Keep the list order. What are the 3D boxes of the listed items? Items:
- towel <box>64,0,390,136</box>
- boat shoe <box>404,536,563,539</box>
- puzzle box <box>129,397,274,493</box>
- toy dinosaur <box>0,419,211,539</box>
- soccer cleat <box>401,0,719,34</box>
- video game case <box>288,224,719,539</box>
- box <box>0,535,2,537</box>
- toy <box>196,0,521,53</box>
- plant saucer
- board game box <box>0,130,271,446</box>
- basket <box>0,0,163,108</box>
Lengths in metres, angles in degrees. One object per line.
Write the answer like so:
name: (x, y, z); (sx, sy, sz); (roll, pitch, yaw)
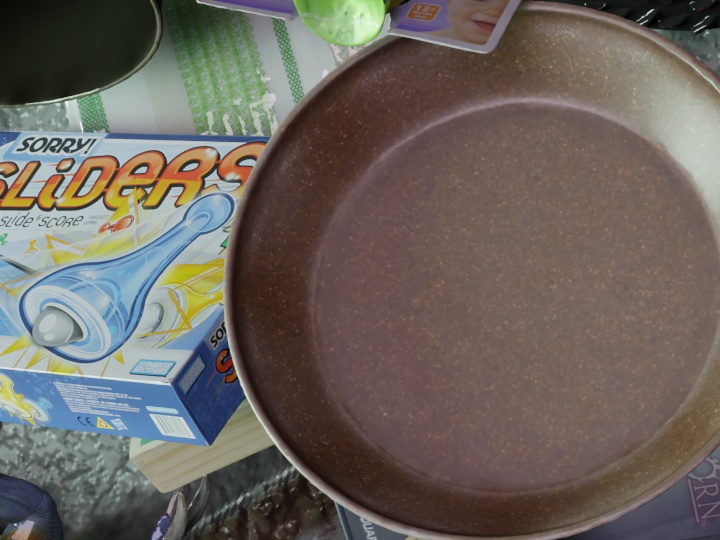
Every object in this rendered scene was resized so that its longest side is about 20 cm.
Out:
towel: (-0.038, -0.114, 1.124); (0.199, 0.031, 0.150); (-17, 82, 18)
boat shoe: (0.016, 0.170, 1.023); (0.200, 0.065, 0.072); (-50, 32, 14)
puzzle box: (0.000, 0.000, 1.052); (0.199, 0.025, 0.133); (-24, 36, 21)
toy dinosaur: (-0.114, 0.133, 1.079); (0.200, 0.105, 0.182); (-15, 122, 37)
soccer cleat: (0.066, -0.142, 1.054); (0.199, 0.068, 0.073); (6, 54, 16)
video game case: (0.082, 0.052, 0.993); (0.199, 0.019, 0.143); (-9, 127, 11)
box: (-0.240, 0.113, 1.162); (0.200, 0.050, 0.075); (27, 123, 22)
toy: (0.028, -0.158, 0.996); (0.115, 0.200, 0.047); (11, 134, 19)
plant saucer: (0.052, 0.003, 0.928); (0.200, 0.037, 0.201); (-5, 67, 12)
board game box: (-0.104, 0.002, 1.047); (0.199, 0.035, 0.136); (3, 45, 39)
basket: (-0.139, -0.189, 1.086); (0.180, 0.136, 0.201); (-11, 58, 40)
